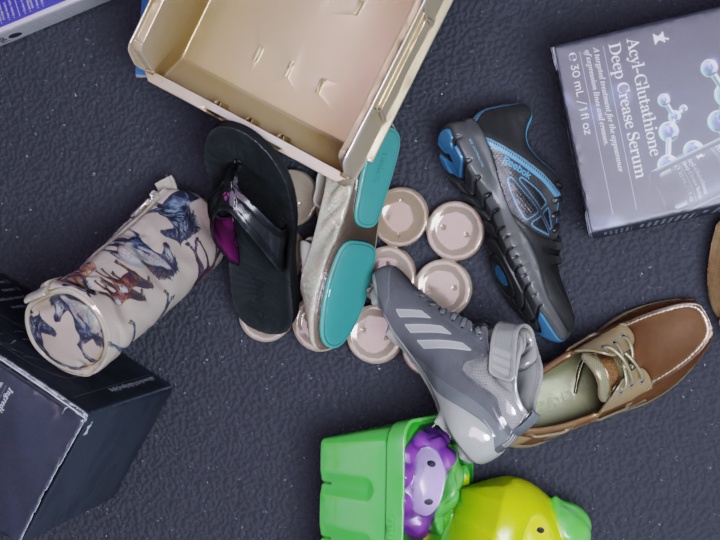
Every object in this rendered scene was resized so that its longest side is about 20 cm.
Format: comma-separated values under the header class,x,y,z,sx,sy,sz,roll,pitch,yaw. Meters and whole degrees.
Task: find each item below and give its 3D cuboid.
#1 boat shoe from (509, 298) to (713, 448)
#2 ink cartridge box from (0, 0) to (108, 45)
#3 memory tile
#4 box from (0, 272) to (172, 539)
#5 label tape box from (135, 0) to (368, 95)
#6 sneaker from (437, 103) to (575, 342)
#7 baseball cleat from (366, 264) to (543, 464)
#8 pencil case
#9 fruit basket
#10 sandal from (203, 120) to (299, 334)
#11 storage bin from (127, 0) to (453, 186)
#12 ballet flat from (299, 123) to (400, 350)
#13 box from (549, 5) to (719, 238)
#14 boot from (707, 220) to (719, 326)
class,x,y,z,sx,sy,sz,roll,pitch,yaw
boat shoe,0.194,0.087,1.102,0.198,0.074,0.076,-29,85,-3
ink cartridge box,-0.295,-0.268,1.223,0.198,0.039,0.101,-19,87,9
memory tile,0.000,0.000,1.179,0.197,0.017,0.155,11,92,11
box,-0.292,0.105,1.141,0.195,0.200,0.125,30,97,10
label tape box,-0.084,-0.224,1.171,0.197,0.066,0.145,6,90,13
sneaker,0.139,-0.040,1.124,0.081,0.073,0.202,-25,96,-15
baseball cleat,0.082,0.056,1.091,0.106,0.070,0.201,-39,56,15
pencil case,-0.191,0.004,1.125,0.077,0.200,0.090,-30,101,37
fruit basket,0.077,0.216,1.108,0.213,0.155,0.219,0,90,28
sandal,-0.087,-0.025,1.108,0.074,0.048,0.202,7,127,22
storage bin,-0.051,-0.200,1.081,0.198,0.094,0.200,28,93,11
ballet flat,-0.017,-0.034,1.152,0.062,0.067,0.202,16,89,38
box,0.262,-0.119,1.083,0.197,0.107,0.150,-12,87,10
boot,0.321,0.048,1.103,0.075,0.073,0.203,4,97,39
